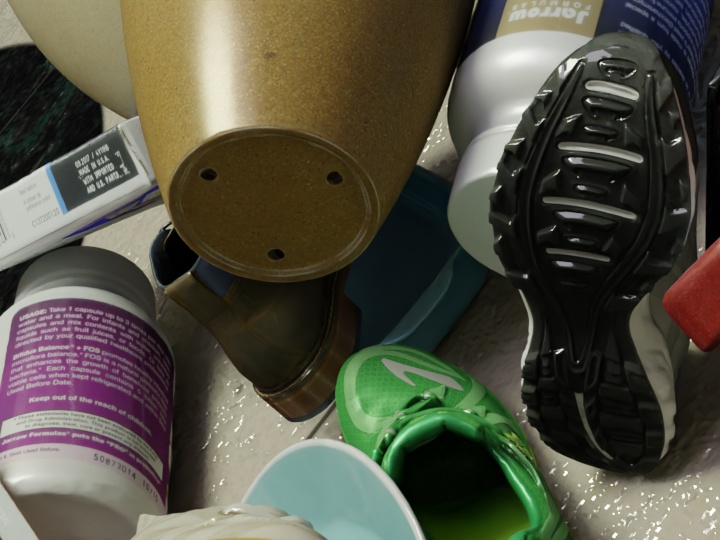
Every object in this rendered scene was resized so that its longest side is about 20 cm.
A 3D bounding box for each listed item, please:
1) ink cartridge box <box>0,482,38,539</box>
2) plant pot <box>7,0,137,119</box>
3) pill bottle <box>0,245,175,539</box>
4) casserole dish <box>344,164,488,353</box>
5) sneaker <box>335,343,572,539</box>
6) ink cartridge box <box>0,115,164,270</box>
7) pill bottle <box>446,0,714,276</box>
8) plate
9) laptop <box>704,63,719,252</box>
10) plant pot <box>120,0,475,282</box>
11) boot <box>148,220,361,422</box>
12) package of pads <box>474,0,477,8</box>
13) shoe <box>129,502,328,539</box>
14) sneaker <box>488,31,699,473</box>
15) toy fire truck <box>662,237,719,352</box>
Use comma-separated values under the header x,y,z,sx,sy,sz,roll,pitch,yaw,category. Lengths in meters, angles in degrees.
x,y,z,sx,sy,sz,roll,pitch,yaw,category
-0.220,0.194,0.853,0.199,0.163,0.057,-38,-9,9,ink cartridge box
-0.127,-0.174,1.136,0.199,0.200,0.135,-32,70,25,plant pot
-0.156,0.081,0.933,0.112,0.112,0.201,-33,34,23,pill bottle
0.000,0.000,0.899,0.121,0.039,0.200,-51,30,-3,casserole dish
0.039,0.079,0.707,0.074,0.084,0.200,-29,35,-6,sneaker
-0.113,-0.063,0.987,0.197,0.044,0.199,-23,2,44,ink cartridge box
0.103,-0.096,0.805,0.110,0.111,0.201,-17,43,41,pill bottle
-0.011,0.167,0.676,0.200,0.025,0.202,-15,72,57,plate
0.145,-0.122,0.696,0.103,0.178,0.201,25,72,21,laptop
-0.034,-0.098,0.792,0.185,0.186,0.201,-28,39,30,plant pot
-0.052,-0.024,0.859,0.075,0.097,0.201,-37,32,21,boot
-0.006,-0.222,1.037,0.201,0.153,0.069,-87,13,-46,package of pads
-0.058,0.112,0.669,0.200,0.069,0.054,-28,40,61,shoe
0.096,-0.012,0.660,0.073,0.201,0.080,13,48,18,sneaker
0.194,-0.057,0.621,0.168,0.112,0.200,-47,-8,31,toy fire truck
